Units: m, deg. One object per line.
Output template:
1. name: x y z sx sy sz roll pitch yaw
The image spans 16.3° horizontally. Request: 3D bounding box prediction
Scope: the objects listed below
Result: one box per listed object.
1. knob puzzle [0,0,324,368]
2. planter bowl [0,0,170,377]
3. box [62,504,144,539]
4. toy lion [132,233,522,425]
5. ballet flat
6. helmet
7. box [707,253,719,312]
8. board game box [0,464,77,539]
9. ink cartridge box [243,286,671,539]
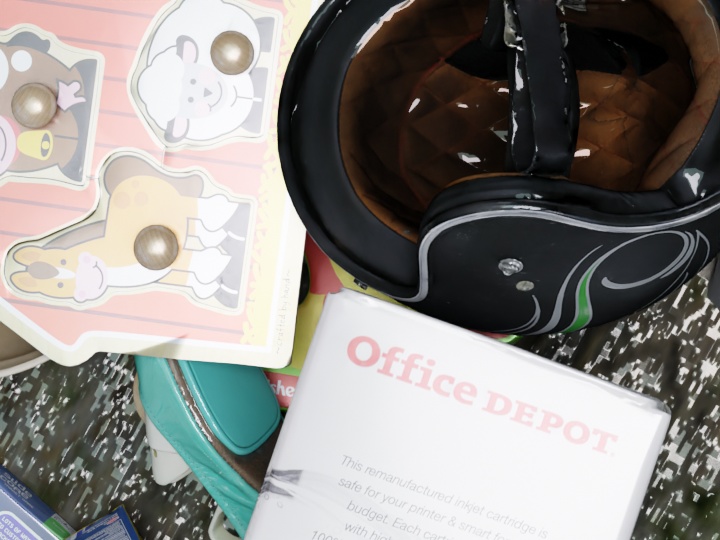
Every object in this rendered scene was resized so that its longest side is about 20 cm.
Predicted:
1. knob puzzle: -0.119 -0.056 1.114 0.217 0.030 0.222 0 92 0
2. planter bowl: -0.180 -0.052 1.202 0.198 0.135 0.202 0 92 4
3. box: -0.179 0.202 1.218 0.199 0.064 0.070 -30 117 -5
4. toy lion: 0.000 0.000 1.232 0.198 0.069 0.194 8 86 4
5. ballet flat: -0.058 0.094 1.169 0.070 0.067 0.201 -37 90 28
6. helmet: 0.071 -0.064 1.068 0.198 0.191 0.202 5 76 -18
7. box: 0.265 -0.053 1.136 0.170 0.200 0.201 16 94 5
8. board game box: -0.259 0.119 1.263 0.200 0.034 0.136 42 95 1
9. ink cartridge box: 0.027 0.124 1.018 0.144 0.084 0.202 20 92 7
